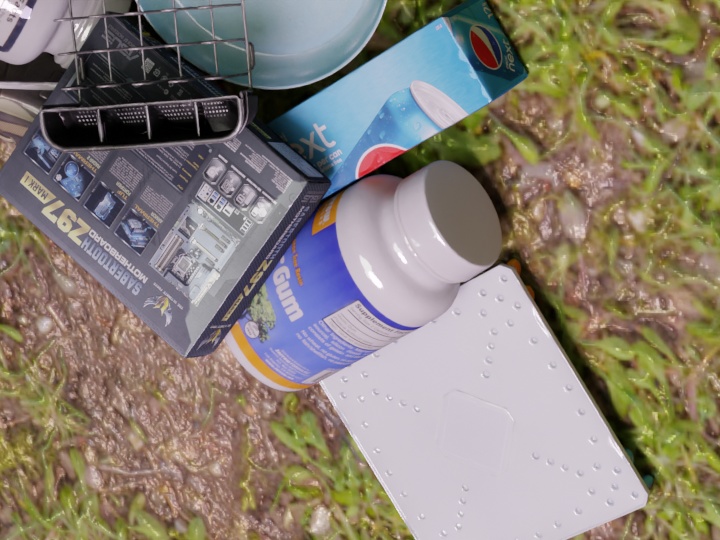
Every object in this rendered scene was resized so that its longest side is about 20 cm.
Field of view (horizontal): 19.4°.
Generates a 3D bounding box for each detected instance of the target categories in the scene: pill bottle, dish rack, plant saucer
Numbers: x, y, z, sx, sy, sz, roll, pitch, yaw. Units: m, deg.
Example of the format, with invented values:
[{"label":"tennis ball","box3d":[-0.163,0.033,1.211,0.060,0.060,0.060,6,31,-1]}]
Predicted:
[{"label":"pill bottle","box3d":[-0.269,-0.217,1.520,0.199,0.111,0.111,23,127,-20]},{"label":"pill bottle","box3d":[0.000,0.000,1.497,0.200,0.112,0.112,-30,94,36]},{"label":"dish rack","box3d":[-0.146,-0.184,1.418,0.153,0.055,0.201,-2,98,21]},{"label":"plant saucer","box3d":[-0.070,-0.221,1.440,0.199,0.027,0.201,9,119,17]}]

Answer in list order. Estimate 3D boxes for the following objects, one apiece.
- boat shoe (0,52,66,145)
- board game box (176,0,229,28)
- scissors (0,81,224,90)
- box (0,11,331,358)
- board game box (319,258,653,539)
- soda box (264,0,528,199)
[{"label":"boat shoe","box3d":[-0.213,-0.111,1.609,0.199,0.075,0.073,27,147,13]},{"label":"board game box","box3d":[-0.098,-0.282,1.472,0.101,0.048,0.200,34,124,13]},{"label":"scissors","box3d":[-0.200,-0.134,1.568,0.199,0.073,0.014,0,90,20]},{"label":"box","box3d":[-0.142,-0.061,1.484,0.200,0.051,0.158,40,105,16]},{"label":"board game box","box3d":[0.089,0.114,1.548,0.200,0.026,0.200,-29,95,36]},{"label":"soda box","box3d":[0.014,-0.112,1.471,0.200,0.064,0.068,-28,95,36]}]
